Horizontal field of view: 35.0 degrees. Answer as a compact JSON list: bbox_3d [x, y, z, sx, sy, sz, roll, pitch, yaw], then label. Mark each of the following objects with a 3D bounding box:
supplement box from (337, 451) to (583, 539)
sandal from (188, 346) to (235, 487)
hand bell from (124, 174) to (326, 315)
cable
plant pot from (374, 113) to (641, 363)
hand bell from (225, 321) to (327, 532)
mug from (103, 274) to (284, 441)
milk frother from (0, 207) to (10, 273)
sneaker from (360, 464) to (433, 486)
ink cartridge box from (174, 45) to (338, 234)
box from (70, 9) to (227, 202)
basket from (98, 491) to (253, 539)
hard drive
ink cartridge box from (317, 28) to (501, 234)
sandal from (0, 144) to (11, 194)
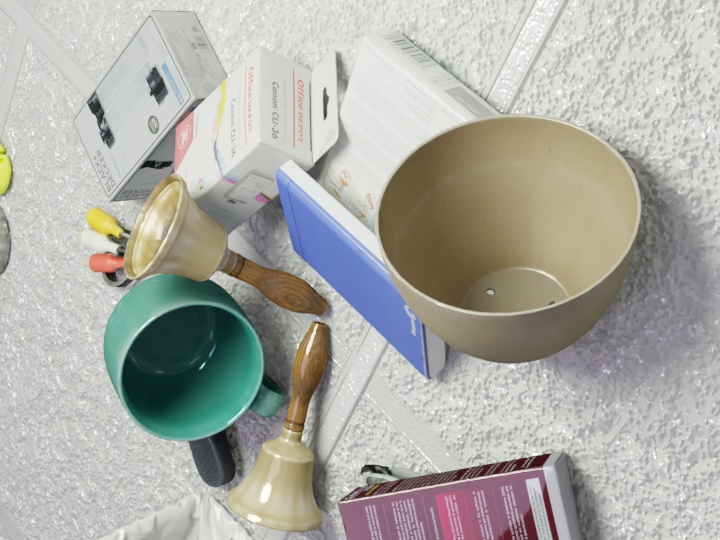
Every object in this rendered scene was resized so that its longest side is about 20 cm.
[{"bbox_3d":[0.089,0.231,0.989,0.198,0.061,0.110,-13,90,18],"label":"supplement box"},{"bbox_3d":[-0.179,0.141,1.284,0.076,0.043,0.203,-5,101,51],"label":"sandal"},{"bbox_3d":[-0.115,-0.001,1.097,0.104,0.199,0.105,-39,36,36],"label":"hand bell"},{"bbox_3d":[-0.260,-0.016,1.314,0.199,0.050,0.098,13,108,42],"label":"cable"},{"bbox_3d":[0.119,-0.005,0.900,0.200,0.200,0.135,34,155,33],"label":"plant pot"},{"bbox_3d":[-0.064,0.151,1.161,0.103,0.104,0.202,21,100,38],"label":"hand bell"},{"bbox_3d":[-0.180,0.092,1.174,0.114,0.151,0.186,43,158,57],"label":"mug"},{"bbox_3d":[-0.599,-0.080,1.519,0.179,0.187,0.203,6,102,40],"label":"milk frother"},{"bbox_3d":[0.014,0.252,1.113,0.199,0.075,0.117,-34,71,31],"label":"sneaker"},{"bbox_3d":[-0.105,-0.132,1.109,0.199,0.067,0.118,-34,48,41],"label":"ink cartridge box"},{"bbox_3d":[-0.231,-0.176,1.249,0.200,0.060,0.118,-39,72,40],"label":"box"},{"bbox_3d":[-0.198,0.387,1.246,0.198,0.199,0.162,39,128,30],"label":"basket"},{"bbox_3d":[0.000,0.000,1.051,0.200,0.025,0.133,43,160,28],"label":"hard drive"},{"bbox_3d":[0.040,-0.091,1.038,0.161,0.050,0.201,43,135,28],"label":"ink cartridge box"},{"bbox_3d":[-0.535,-0.190,1.509,0.079,0.087,0.201,-44,67,40],"label":"sandal"}]
